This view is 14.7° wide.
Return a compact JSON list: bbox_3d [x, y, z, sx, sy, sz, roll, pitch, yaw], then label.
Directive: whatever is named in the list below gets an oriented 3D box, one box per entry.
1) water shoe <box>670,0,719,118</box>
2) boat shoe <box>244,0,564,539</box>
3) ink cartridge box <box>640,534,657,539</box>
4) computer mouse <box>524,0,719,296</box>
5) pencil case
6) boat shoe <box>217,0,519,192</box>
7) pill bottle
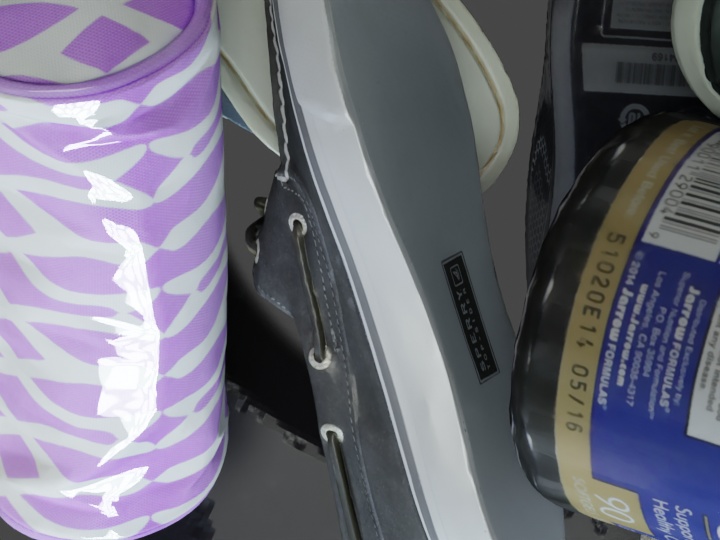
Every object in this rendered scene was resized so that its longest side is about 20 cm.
[{"bbox_3d":[0.176,-0.100,0.746,0.200,0.079,0.072,-40,113,-15],"label":"water shoe"},{"bbox_3d":[0.000,0.000,0.780,0.066,0.070,0.201,-16,94,30],"label":"boat shoe"},{"bbox_3d":[0.179,0.131,0.794,0.199,0.085,0.146,3,115,9],"label":"ink cartridge box"},{"bbox_3d":[0.085,-0.029,0.816,0.138,0.053,0.201,8,108,-5],"label":"computer mouse"},{"bbox_3d":[-0.079,-0.009,0.780,0.085,0.084,0.200,-17,137,-16],"label":"pencil case"},{"bbox_3d":[-0.044,-0.082,0.816,0.199,0.062,0.075,26,91,-18],"label":"boat shoe"},{"bbox_3d":[0.148,0.034,0.704,0.199,0.112,0.112,17,102,27],"label":"pill bottle"}]
